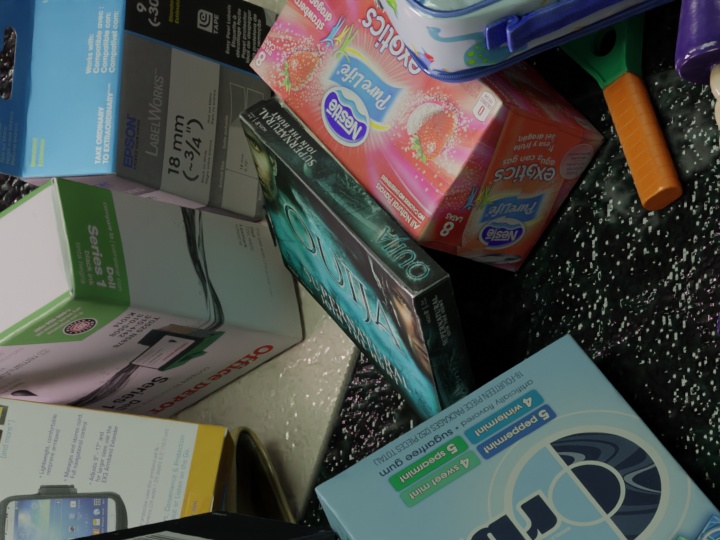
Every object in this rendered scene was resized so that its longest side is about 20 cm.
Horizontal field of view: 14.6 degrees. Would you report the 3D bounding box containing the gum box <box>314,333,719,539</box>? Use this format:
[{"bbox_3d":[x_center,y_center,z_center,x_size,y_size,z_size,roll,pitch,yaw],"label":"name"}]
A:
[{"bbox_3d":[0.097,0.150,1.507,0.170,0.045,0.200,-31,49,-10],"label":"gum box"}]

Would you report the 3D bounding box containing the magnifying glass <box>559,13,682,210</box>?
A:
[{"bbox_3d":[0.146,-0.125,1.618,0.080,0.022,0.201,-36,54,32],"label":"magnifying glass"}]

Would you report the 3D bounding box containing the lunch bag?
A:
[{"bbox_3d":[0.096,-0.200,1.580,0.199,0.083,0.161,-24,57,-6],"label":"lunch bag"}]

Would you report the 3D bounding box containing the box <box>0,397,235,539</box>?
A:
[{"bbox_3d":[-0.184,0.142,1.687,0.199,0.042,0.119,7,68,11],"label":"box"}]

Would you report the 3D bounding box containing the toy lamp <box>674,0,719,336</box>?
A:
[{"bbox_3d":[0.204,-0.063,1.516,0.058,0.058,0.201,-21,64,39],"label":"toy lamp"}]

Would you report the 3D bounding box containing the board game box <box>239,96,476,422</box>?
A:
[{"bbox_3d":[0.000,0.000,1.654,0.028,0.136,0.200,-30,47,-15],"label":"board game box"}]

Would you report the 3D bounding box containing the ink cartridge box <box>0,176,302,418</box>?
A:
[{"bbox_3d":[-0.155,0.022,1.744,0.146,0.200,0.085,-30,62,36],"label":"ink cartridge box"}]

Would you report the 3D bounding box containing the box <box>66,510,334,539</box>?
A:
[{"bbox_3d":[-0.120,0.249,1.544,0.123,0.199,0.199,3,97,52],"label":"box"}]

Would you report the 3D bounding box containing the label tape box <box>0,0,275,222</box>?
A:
[{"bbox_3d":[-0.146,-0.116,1.771,0.063,0.200,0.145,-9,72,42],"label":"label tape box"}]

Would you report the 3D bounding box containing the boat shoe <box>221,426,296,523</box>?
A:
[{"bbox_3d":[-0.060,0.183,1.693,0.063,0.073,0.200,-50,48,26],"label":"boat shoe"}]

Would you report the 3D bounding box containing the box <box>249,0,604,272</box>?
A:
[{"bbox_3d":[0.036,-0.100,1.663,0.103,0.094,0.200,-57,47,18],"label":"box"}]
